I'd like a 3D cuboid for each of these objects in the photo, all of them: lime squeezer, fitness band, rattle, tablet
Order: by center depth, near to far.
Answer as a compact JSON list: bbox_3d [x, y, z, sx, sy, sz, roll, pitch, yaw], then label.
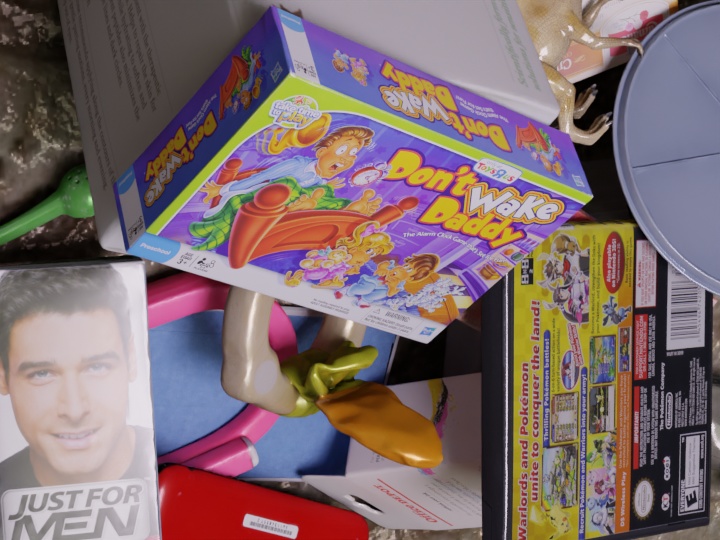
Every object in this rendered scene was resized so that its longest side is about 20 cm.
[{"bbox_3d":[0.000,0.000,1.072,0.130,0.142,0.201,24,85,-37],"label":"rattle"},{"bbox_3d":[-0.147,-0.030,1.073,0.199,0.038,0.071,0,113,-29],"label":"lime squeezer"},{"bbox_3d":[-0.131,0.080,1.118,0.199,0.037,0.145,-21,121,-19],"label":"fitness band"},{"bbox_3d":[-0.072,0.083,1.180,0.199,0.014,0.131,4,111,-29],"label":"tablet"}]

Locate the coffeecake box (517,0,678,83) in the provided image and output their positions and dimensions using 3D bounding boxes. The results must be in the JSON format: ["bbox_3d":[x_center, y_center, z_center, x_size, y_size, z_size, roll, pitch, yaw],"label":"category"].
[{"bbox_3d":[0.111,-0.219,1.099,0.153,0.073,0.201,-22,121,-18],"label":"coffeecake box"}]

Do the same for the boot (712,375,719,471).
[{"bbox_3d":[0.296,0.145,1.325,0.199,0.131,0.068,-3,133,-27],"label":"boot"}]

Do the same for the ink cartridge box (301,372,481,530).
[{"bbox_3d":[0.071,0.124,1.193,0.116,0.199,0.068,38,52,-44],"label":"ink cartridge box"}]

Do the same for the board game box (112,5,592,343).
[{"bbox_3d":[-0.002,-0.040,0.873,0.199,0.045,0.134,18,132,-37],"label":"board game box"}]

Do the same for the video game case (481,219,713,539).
[{"bbox_3d":[0.150,0.069,1.093,0.180,0.025,0.202,-3,95,-36],"label":"video game case"}]

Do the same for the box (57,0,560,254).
[{"bbox_3d":[-0.036,-0.122,0.961,0.199,0.200,0.172,10,137,-31],"label":"box"}]

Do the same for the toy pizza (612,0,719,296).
[{"bbox_3d":[0.247,-0.074,1.120,0.199,0.032,0.202,4,77,-18],"label":"toy pizza"}]

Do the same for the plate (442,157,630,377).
[{"bbox_3d":[0.155,0.019,1.259,0.198,0.032,0.201,-8,116,-25],"label":"plate"}]

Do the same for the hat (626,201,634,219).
[{"bbox_3d":[0.300,-0.081,1.173,0.200,0.175,0.166,-44,140,-35],"label":"hat"}]

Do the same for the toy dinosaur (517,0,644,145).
[{"bbox_3d":[0.106,-0.121,1.077,0.101,0.058,0.201,30,90,-20],"label":"toy dinosaur"}]

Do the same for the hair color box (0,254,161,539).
[{"bbox_3d":[-0.172,0.094,1.036,0.098,0.061,0.202,-4,95,-12],"label":"hair color box"}]

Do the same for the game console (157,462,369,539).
[{"bbox_3d":[-0.114,0.222,1.184,0.199,0.118,0.174,22,80,-43],"label":"game console"}]

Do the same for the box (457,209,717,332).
[{"bbox_3d":[0.125,0.004,1.160,0.199,0.095,0.103,30,95,-34],"label":"box"}]
